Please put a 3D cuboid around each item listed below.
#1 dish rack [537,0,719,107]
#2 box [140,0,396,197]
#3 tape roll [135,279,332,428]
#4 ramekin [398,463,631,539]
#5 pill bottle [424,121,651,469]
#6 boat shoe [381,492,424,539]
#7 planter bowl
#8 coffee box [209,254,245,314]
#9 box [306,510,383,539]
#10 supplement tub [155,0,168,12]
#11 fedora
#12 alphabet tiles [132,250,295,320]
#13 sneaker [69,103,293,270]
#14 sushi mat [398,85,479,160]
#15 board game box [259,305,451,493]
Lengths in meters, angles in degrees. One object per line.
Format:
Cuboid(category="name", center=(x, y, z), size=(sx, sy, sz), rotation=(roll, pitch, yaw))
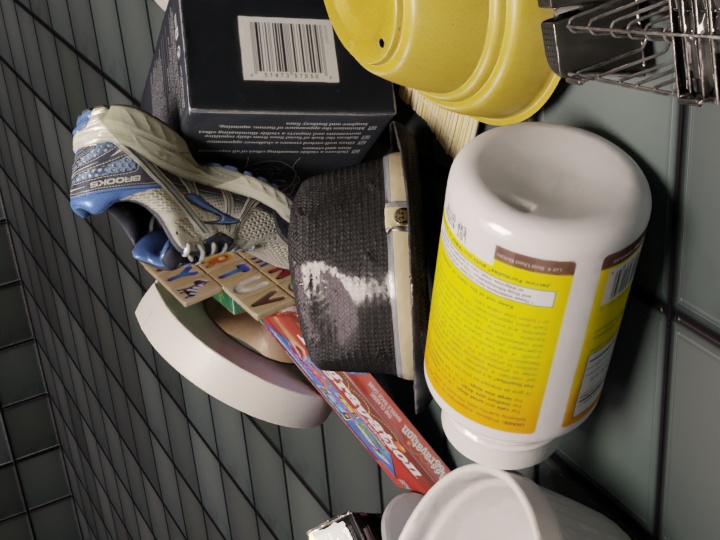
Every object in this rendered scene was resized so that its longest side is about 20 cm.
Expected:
Cuboid(category="dish rack", center=(0.125, -0.149, 0.511), size=(0.200, 0.054, 0.154), rotation=(-136, 32, -71))
Cuboid(category="box", center=(-0.077, -0.122, 0.890), size=(0.200, 0.148, 0.107), rotation=(133, 133, -64))
Cuboid(category="tape roll", center=(-0.106, 0.068, 1.074), size=(0.037, 0.203, 0.203), rotation=(-57, 44, 14))
Cuboid(category="ramekin", center=(0.098, 0.230, 0.743), size=(0.200, 0.105, 0.201), rotation=(-50, 30, 44))
Cuboid(category="pill bottle", center=(0.095, 0.023, 0.682), size=(0.109, 0.109, 0.200), rotation=(51, 149, 40))
Cuboid(category="boat shoe", center=(0.069, 0.283, 0.976), size=(0.200, 0.073, 0.065), rotation=(64, 152, 20))
Cuboid(category="planter bowl", center=(0.031, -0.172, 0.686), size=(0.200, 0.083, 0.201), rotation=(46, 146, 44))
Cuboid(category="coffee box", center=(-0.103, -0.023, 1.078), size=(0.200, 0.123, 0.044), rotation=(29, 131, 56))
Cuboid(category="box", center=(0.030, 0.310, 1.025), size=(0.200, 0.049, 0.160), rotation=(65, -172, 16))
Cuboid(category="supplement tub", center=(-0.081, -0.263, 0.845), size=(0.200, 0.132, 0.132), rotation=(-23, 85, 67))
Cuboid(category="fedora", center=(0.000, 0.000, 0.814), size=(0.201, 0.091, 0.201), rotation=(-4, -90, -87))
Cuboid(category="alphabet tiles", center=(-0.082, -0.015, 0.977), size=(0.200, 0.167, 0.008), rotation=(34, 142, 56))
Cuboid(category="sneaker", center=(-0.121, -0.033, 0.823), size=(0.077, 0.200, 0.085), rotation=(-14, 58, 46))
Cuboid(category="sushi mat", center=(0.059, -0.164, 0.750), size=(0.096, 0.012, 0.200), rotation=(54, 151, 35))
Cuboid(category="board game box", center=(-0.002, 0.107, 0.977), size=(0.200, 0.019, 0.103), rotation=(51, 159, -12))
